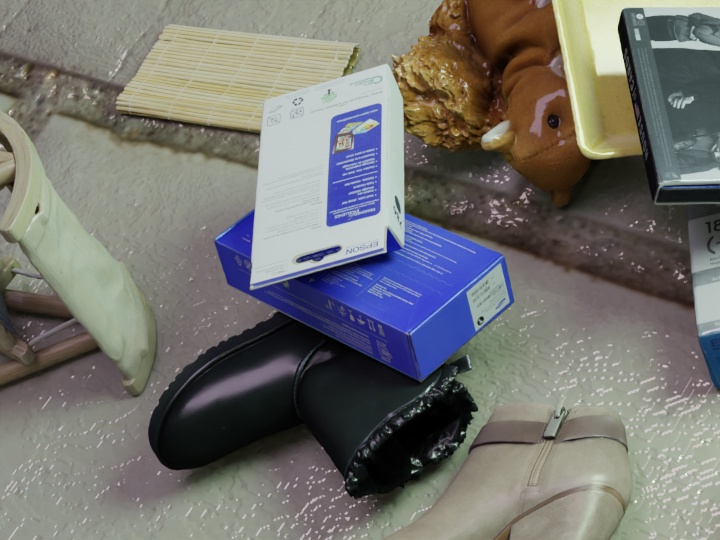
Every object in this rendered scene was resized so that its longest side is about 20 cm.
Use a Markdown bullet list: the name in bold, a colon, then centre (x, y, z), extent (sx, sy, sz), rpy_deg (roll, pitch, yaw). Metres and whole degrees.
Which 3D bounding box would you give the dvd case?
- **dvd case**: centre (0.272, -0.107, 1.331), extent (0.198, 0.025, 0.151), rpy_deg (-1, 53, -6)

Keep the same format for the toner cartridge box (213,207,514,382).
- **toner cartridge box**: centre (0.000, 0.000, 1.425), extent (0.095, 0.043, 0.199), rpy_deg (-37, 41, -27)

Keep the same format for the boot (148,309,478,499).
- **boot**: centre (-0.030, 0.098, 1.405), extent (0.198, 0.074, 0.162), rpy_deg (-35, 42, -12)

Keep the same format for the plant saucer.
- **plant saucer**: centre (0.222, -0.169, 1.408), extent (0.198, 0.048, 0.202), rpy_deg (-6, 73, -8)

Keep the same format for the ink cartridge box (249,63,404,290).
- **ink cartridge box**: centre (-0.021, -0.055, 1.422), extent (0.099, 0.039, 0.201), rpy_deg (-14, 40, 15)

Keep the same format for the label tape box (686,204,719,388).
- **label tape box**: centre (0.286, -0.033, 1.361), extent (0.143, 0.063, 0.201), rpy_deg (-12, 49, 17)

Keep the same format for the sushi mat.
- **sushi mat**: centre (-0.100, -0.155, 1.693), extent (0.199, 0.012, 0.096), rpy_deg (10, 58, 33)

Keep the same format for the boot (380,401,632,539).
- **boot**: centre (0.075, 0.150, 1.324), extent (0.198, 0.071, 0.147), rpy_deg (-2, 46, 24)

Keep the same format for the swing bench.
- **swing bench**: centre (-0.270, -0.007, 1.528), extent (0.198, 0.199, 0.131), rpy_deg (-7, 50, 21)

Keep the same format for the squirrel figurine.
- **squirrel figurine**: centre (0.118, -0.136, 1.508), extent (0.199, 0.141, 0.188), rpy_deg (-15, 57, 35)
